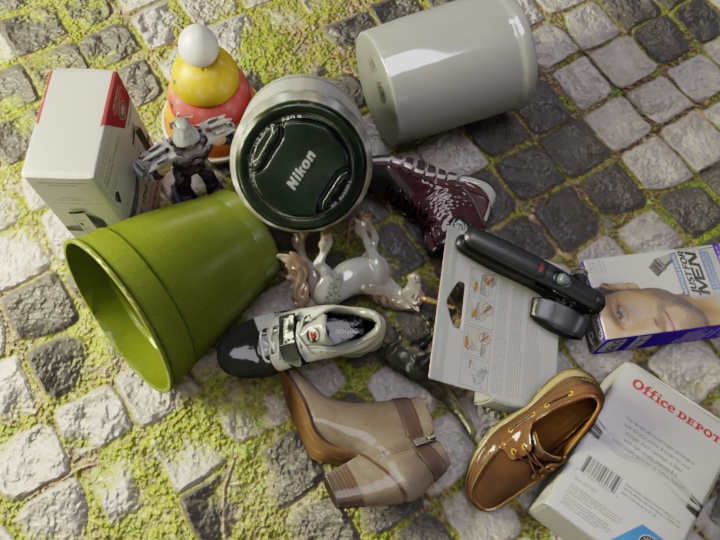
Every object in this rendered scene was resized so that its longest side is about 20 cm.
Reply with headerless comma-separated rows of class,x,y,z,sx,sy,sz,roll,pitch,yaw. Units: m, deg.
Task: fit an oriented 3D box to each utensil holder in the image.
utensil holder,0.113,-0.274,0.998,0.199,0.170,0.171,-20,69,-9

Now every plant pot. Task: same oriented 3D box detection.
plant pot,-0.205,0.005,0.857,0.193,0.201,0.200,-36,72,-30

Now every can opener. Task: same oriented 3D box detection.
can opener,0.204,0.005,0.869,0.199,0.063,0.079,32,62,-12

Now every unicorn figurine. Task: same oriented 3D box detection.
unicorn figurine,0.000,0.000,0.906,0.199,0.074,0.138,-14,101,-10

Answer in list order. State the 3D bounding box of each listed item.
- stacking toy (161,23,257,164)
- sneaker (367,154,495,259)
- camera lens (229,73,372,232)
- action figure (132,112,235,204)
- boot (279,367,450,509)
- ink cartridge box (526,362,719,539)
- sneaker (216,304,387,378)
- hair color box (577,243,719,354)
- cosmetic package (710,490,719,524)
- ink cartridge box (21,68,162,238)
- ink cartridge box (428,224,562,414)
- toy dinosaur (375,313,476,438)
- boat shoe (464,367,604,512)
stacking toy,-0.200,-0.247,0.948,0.145,0.200,0.147,1,66,-3
sneaker,0.076,-0.078,0.960,0.199,0.076,0.116,11,69,1
camera lens,-0.070,-0.147,0.876,0.159,0.161,0.200,-1,23,-4
action figure,-0.209,-0.129,0.895,0.129,0.200,0.070,-20,67,-13
boot,0.008,0.180,0.853,0.145,0.070,0.201,-18,64,-20
ink cartridge box,0.307,0.231,0.831,0.146,0.084,0.200,35,68,12
sneaker,-0.067,0.072,0.827,0.199,0.089,0.075,-12,78,-8
hair color box,0.383,0.035,0.934,0.199,0.065,0.110,-8,67,-5
cosmetic package,0.493,0.212,0.837,0.081,0.113,0.201,28,69,9
ink cartridge box,-0.311,-0.122,0.883,0.082,0.200,0.148,2,66,3
ink cartridge box,0.161,0.064,0.888,0.173,0.044,0.201,18,65,-17
toy dinosaur,0.083,0.107,0.897,0.200,0.048,0.088,39,74,10
boat shoe,0.191,0.194,0.813,0.072,0.068,0.200,42,98,-3
